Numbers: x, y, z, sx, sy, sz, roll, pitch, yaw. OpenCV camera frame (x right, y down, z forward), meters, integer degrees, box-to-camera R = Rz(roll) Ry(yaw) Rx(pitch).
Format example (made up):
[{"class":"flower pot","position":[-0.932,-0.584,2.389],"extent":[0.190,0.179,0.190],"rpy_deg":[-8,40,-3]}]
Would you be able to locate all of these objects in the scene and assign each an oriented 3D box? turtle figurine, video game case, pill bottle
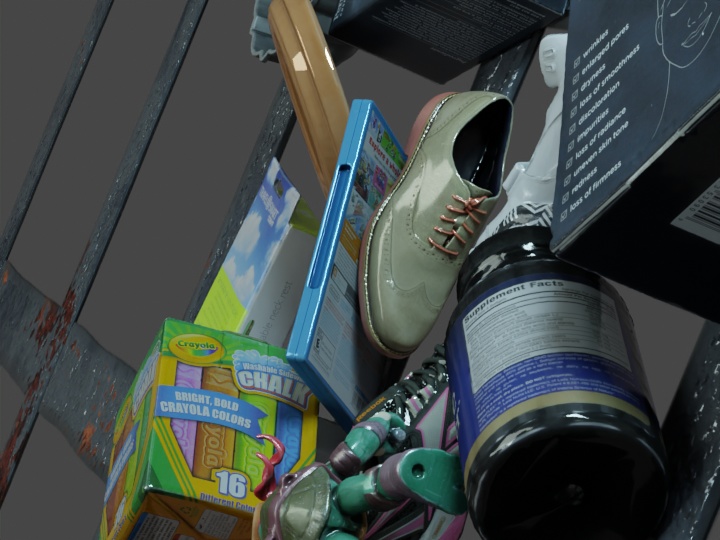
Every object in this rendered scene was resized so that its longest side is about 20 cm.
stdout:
[{"class":"turtle figurine","position":[-0.009,0.154,1.412],"extent":[0.200,0.100,0.151],"rpy_deg":[166,109,-67]},{"class":"video game case","position":[0.000,0.000,1.708],"extent":[0.143,0.018,0.201],"rpy_deg":[54,-134,-58]},{"class":"pill bottle","position":[0.105,0.065,1.351],"extent":[0.112,0.111,0.200],"rpy_deg":[-57,22,29]}]

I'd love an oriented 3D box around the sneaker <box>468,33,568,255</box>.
[{"class":"sneaker","position":[0.131,-0.071,1.454],"extent":[0.200,0.075,0.115],"rpy_deg":[-38,51,48]}]

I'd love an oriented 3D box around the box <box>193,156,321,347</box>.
[{"class":"box","position":[-0.087,0.017,2.016],"extent":[0.201,0.047,0.122],"rpy_deg":[-64,20,11]}]

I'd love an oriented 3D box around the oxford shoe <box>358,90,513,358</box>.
[{"class":"oxford shoe","position":[0.053,-0.036,1.670],"extent":[0.075,0.070,0.201],"rpy_deg":[-8,63,60]}]

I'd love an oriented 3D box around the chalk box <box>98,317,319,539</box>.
[{"class":"chalk box","position":[-0.105,0.122,1.699],"extent":[0.201,0.123,0.125],"rpy_deg":[-88,20,-43]}]

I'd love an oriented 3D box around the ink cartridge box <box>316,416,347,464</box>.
[{"class":"ink cartridge box","position":[-0.062,0.211,1.755],"extent":[0.099,0.039,0.201],"rpy_deg":[-29,43,60]}]

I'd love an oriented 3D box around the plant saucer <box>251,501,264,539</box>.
[{"class":"plant saucer","position":[-0.040,0.247,1.531],"extent":[0.200,0.032,0.201],"rpy_deg":[-7,-90,-88]}]

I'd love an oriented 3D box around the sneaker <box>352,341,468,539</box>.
[{"class":"sneaker","position":[0.042,0.096,1.525],"extent":[0.201,0.086,0.080],"rpy_deg":[-68,21,-2]}]

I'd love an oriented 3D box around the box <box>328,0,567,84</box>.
[{"class":"box","position":[0.077,-0.245,1.775],"extent":[0.200,0.107,0.149],"rpy_deg":[-26,46,64]}]

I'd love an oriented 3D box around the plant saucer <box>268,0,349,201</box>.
[{"class":"plant saucer","position":[-0.032,-0.125,1.844],"extent":[0.200,0.032,0.201],"rpy_deg":[162,90,-87]}]

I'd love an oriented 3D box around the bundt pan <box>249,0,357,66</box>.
[{"class":"bundt pan","position":[-0.019,-0.262,2.097],"extent":[0.202,0.075,0.202],"rpy_deg":[-52,25,37]}]

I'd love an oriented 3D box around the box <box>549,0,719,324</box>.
[{"class":"box","position":[0.204,-0.113,1.262],"extent":[0.200,0.123,0.197],"rpy_deg":[-46,30,48]}]
